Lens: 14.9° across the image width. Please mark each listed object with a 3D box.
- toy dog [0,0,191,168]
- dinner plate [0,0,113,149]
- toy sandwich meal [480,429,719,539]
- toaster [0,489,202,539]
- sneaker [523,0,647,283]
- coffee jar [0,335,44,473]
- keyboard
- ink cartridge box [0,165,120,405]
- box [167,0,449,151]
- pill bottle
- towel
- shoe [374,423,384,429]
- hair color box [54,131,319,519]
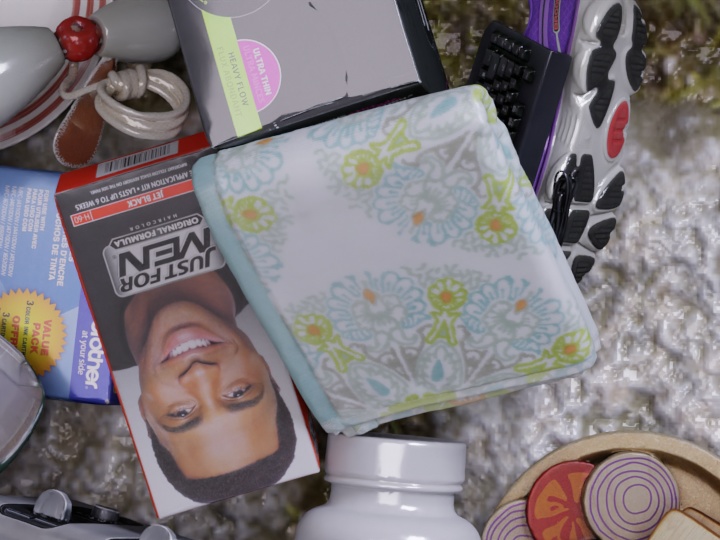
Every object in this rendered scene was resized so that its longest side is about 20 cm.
[{"bbox_3d":[-0.201,-0.101,1.613,0.200,0.096,0.132,1,50,-15],"label":"toy dog"},{"bbox_3d":[-0.247,-0.168,1.690,0.200,0.024,0.200,0,87,7],"label":"dinner plate"},{"bbox_3d":[0.163,0.191,1.600,0.205,0.070,0.206,0,88,7],"label":"toy sandwich meal"},{"bbox_3d":[-0.158,0.235,1.588,0.181,0.119,0.200,15,87,35],"label":"toaster"},{"bbox_3d":[0.110,-0.075,1.627,0.083,0.081,0.200,18,97,38],"label":"sneaker"},{"bbox_3d":[-0.275,0.117,1.603,0.085,0.104,0.200,42,128,-9],"label":"coffee jar"},{"bbox_3d":[0.079,-0.034,1.589,0.127,0.021,0.200,32,111,49],"label":"keyboard"},{"bbox_3d":[-0.200,0.007,1.653,0.200,0.076,0.137,6,89,6],"label":"ink cartridge box"},{"bbox_3d":[-0.031,-0.146,1.572,0.124,0.200,0.149,-18,86,6],"label":"box"},{"bbox_3d":[0.013,0.196,1.600,0.111,0.111,0.200,5,88,7],"label":"pill bottle"},{"bbox_3d":[0.023,-0.003,1.505,0.171,0.048,0.200,-16,126,17],"label":"towel"},{"bbox_3d":[0.000,0.000,1.587,0.070,0.053,0.200,20,132,28],"label":"shoe"},{"bbox_3d":[-0.098,0.030,1.575,0.101,0.061,0.200,-17,104,1],"label":"hair color box"}]
